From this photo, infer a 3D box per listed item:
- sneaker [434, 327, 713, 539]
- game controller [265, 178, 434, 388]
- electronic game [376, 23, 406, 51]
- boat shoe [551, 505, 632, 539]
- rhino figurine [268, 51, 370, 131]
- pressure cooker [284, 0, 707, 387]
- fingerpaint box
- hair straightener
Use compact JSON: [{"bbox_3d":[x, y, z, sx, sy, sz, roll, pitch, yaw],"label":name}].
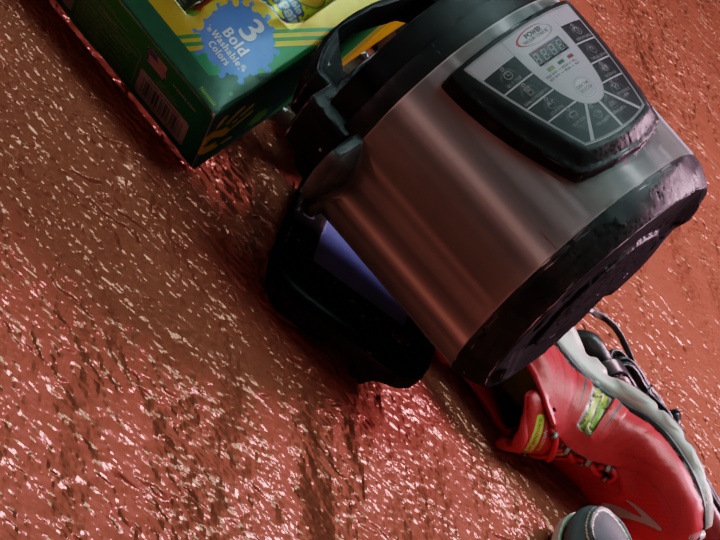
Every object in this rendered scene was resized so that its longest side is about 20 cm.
[{"bbox_3d":[0.115,0.093,1.502,0.200,0.077,0.085,45,37,9],"label":"sneaker"},{"bbox_3d":[0.000,0.000,1.452,0.104,0.042,0.200,44,18,-10],"label":"game controller"},{"bbox_3d":[0.054,-0.069,1.602,0.200,0.041,0.201,-19,90,-86],"label":"electronic game"},{"bbox_3d":[0.149,0.182,1.377,0.073,0.062,0.200,39,20,-22],"label":"boat shoe"},{"bbox_3d":[-0.024,-0.115,1.603,0.087,0.060,0.200,36,14,-16],"label":"rhino figurine"},{"bbox_3d":[0.061,-0.061,1.383,0.200,0.178,0.176,50,4,11],"label":"pressure cooker"},{"bbox_3d":[-0.086,-0.187,1.444,0.200,0.166,0.073,51,-25,9],"label":"fingerpaint box"},{"bbox_3d":[0.172,0.101,1.578,0.201,0.041,0.077,54,16,-13],"label":"hair straightener"}]
